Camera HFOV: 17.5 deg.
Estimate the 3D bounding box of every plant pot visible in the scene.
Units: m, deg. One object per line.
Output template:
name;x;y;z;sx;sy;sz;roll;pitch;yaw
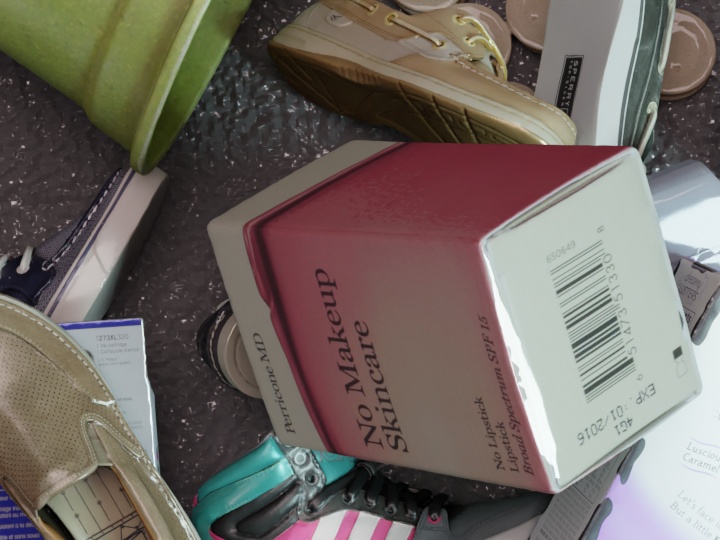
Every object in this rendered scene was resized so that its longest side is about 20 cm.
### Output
plant pot;-0.147;-0.179;1.210;0.184;0.200;0.200;27;81;1

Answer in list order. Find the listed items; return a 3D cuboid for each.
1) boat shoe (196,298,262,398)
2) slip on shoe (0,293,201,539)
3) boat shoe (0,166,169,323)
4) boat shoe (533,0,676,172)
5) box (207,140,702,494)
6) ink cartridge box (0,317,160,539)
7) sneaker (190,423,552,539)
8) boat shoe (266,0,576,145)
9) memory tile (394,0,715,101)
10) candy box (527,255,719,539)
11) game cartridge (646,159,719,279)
boat shoe;0.000;0.000;1.238;0.200;0.063;0.073;-30;110;-22
slip on shoe;-0.147;0.095;1.150;0.076;0.061;0.200;-33;98;4
boat shoe;-0.188;0.013;1.246;0.093;0.075;0.200;31;82;3
boat shoe;0.124;-0.068;1.229;0.071;0.064;0.200;17;93;49
box;0.041;0.016;1.103;0.109;0.200;0.128;-31;111;-35
ink cartridge box;-0.149;0.123;1.202;0.095;0.037;0.200;-4;101;-1
sneaker;0.000;0.114;1.211;0.200;0.084;0.121;-16;86;2
boat shoe;0.039;-0.107;1.232;0.200;0.074;0.069;25;71;36
memory tile;0.094;-0.163;1.297;0.153;0.017;0.200;-25;76;-2
candy box;0.190;0.120;1.150;0.168;0.072;0.200;28;93;-13
game cartridge;0.159;0.053;1.188;0.133;0.042;0.200;-21;103;-2
